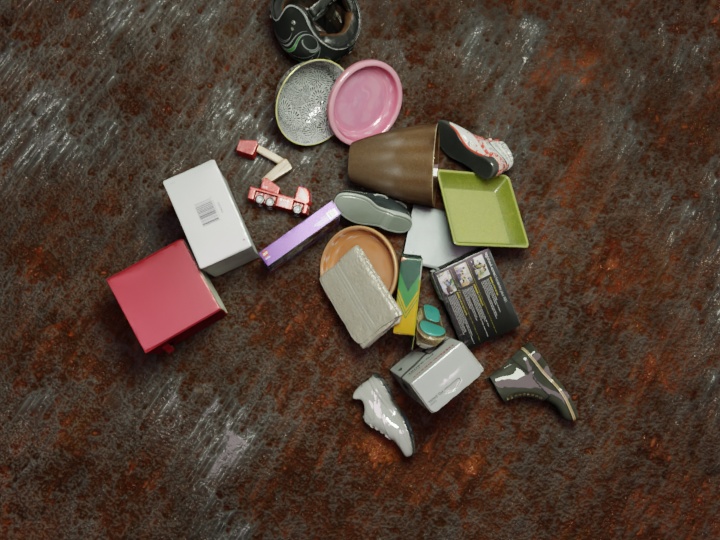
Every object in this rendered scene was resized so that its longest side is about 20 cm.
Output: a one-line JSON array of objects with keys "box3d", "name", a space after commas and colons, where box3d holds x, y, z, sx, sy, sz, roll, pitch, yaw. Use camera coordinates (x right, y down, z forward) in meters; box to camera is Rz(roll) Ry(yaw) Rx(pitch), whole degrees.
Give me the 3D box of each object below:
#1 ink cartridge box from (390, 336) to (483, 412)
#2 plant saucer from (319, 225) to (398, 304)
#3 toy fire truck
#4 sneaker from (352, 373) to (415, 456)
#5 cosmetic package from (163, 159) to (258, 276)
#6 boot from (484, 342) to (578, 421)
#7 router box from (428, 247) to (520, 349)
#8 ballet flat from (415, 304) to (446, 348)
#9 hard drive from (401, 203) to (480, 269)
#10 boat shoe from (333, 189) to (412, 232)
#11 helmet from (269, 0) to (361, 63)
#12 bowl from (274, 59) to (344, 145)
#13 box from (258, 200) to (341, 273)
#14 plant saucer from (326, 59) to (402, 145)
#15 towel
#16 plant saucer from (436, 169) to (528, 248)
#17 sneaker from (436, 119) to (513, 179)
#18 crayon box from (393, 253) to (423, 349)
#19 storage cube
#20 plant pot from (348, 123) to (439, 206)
[{"box3d": [0.162, 0.219, 1.495, 0.145, 0.200, 0.084, -38, 97, -8], "name": "ink cartridge box"}, {"box3d": [0.000, 0.000, 1.551, 0.198, 0.037, 0.203, 0, 90, 27], "name": "plant saucer"}, {"box3d": [-0.201, -0.214, 1.590, 0.198, 0.049, 0.143, 14, 82, -3], "name": "toy fire truck"}, {"box3d": [0.057, 0.337, 1.552, 0.087, 0.075, 0.201, -32, 81, 5], "name": "sneaker"}, {"box3d": [-0.321, -0.107, 1.492, 0.122, 0.200, 0.201, -24, 86, -4], "name": "cosmetic package"}, {"box3d": [0.396, 0.290, 1.582, 0.138, 0.078, 0.201, -34, 75, -3], "name": "boot"}, {"box3d": [0.264, 0.065, 1.578, 0.148, 0.051, 0.202, -24, 97, -2], "name": "router box"}, {"box3d": [0.152, 0.138, 1.516, 0.070, 0.200, 0.066, 20, 106, 3], "name": "ballet flat"}, {"box3d": [0.206, -0.067, 1.617, 0.198, 0.033, 0.141, 12, 83, -4], "name": "hard drive"}, {"box3d": [0.027, -0.143, 1.564, 0.199, 0.076, 0.061, 22, 39, -26], "name": "boat shoe"}, {"box3d": [-0.108, -0.571, 1.567, 0.198, 0.190, 0.202, -5, 98, -33], "name": "helmet"}, {"box3d": [-0.126, -0.403, 1.576, 0.200, 0.201, 0.094, -38, 47, -8], "name": "bowl"}, {"box3d": [-0.136, -0.073, 1.536, 0.199, 0.137, 0.039, -36, 86, -8], "name": "box"}, {"box3d": [0.004, -0.391, 1.580, 0.200, 0.201, 0.051, -39, 45, -8], "name": "plant saucer"}, {"box3d": [0.000, 0.059, 1.507, 0.132, 0.034, 0.201, -40, 70, 26], "name": "towel"}, {"box3d": [0.274, -0.133, 1.583, 0.198, 0.048, 0.202, 1, 63, -22], "name": "plant saucer"}, {"box3d": [0.275, -0.298, 1.637, 0.107, 0.068, 0.201, -23, 57, -40], "name": "sneaker"}, {"box3d": [0.105, 0.067, 1.532, 0.050, 0.127, 0.202, 6, 94, 3], "name": "crayon box"}, {"box3d": [-0.412, 0.062, 1.482, 0.179, 0.171, 0.201, -30, 86, -9], "name": "storage cube"}, {"box3d": [0.076, -0.245, 1.567, 0.198, 0.187, 0.189, 3, 83, 10], "name": "plant pot"}]
